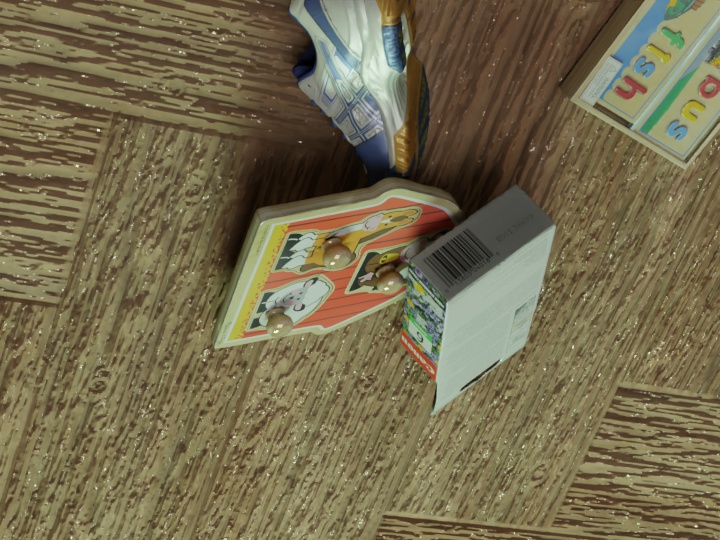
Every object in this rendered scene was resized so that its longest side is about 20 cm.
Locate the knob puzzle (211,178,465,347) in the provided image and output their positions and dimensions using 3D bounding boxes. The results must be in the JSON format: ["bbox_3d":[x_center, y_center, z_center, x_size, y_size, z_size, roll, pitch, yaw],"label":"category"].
[{"bbox_3d":[0.000,0.000,1.254,0.219,0.030,0.220,-19,153,-10],"label":"knob puzzle"}]

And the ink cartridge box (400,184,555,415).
[{"bbox_3d":[0.087,0.028,1.306,0.109,0.050,0.200,-35,158,-19],"label":"ink cartridge box"}]

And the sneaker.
[{"bbox_3d":[-0.001,-0.135,1.206,0.088,0.075,0.200,5,134,14],"label":"sneaker"}]

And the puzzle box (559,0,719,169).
[{"bbox_3d":[0.262,-0.184,1.272,0.133,0.025,0.200,25,111,-30],"label":"puzzle box"}]
